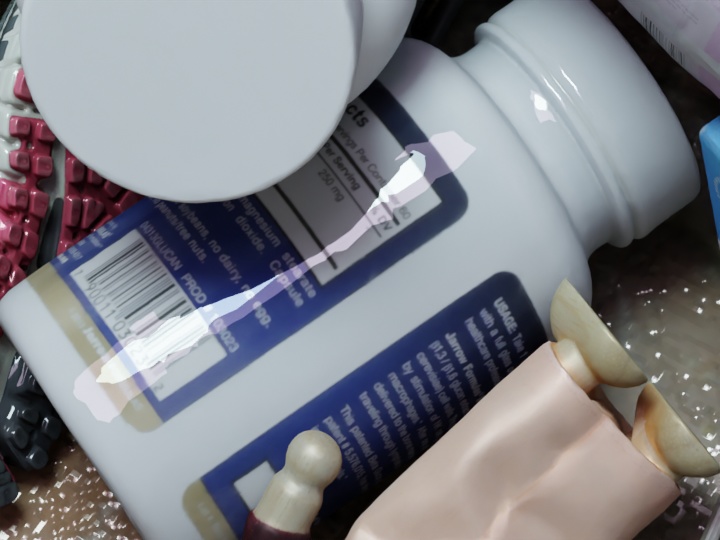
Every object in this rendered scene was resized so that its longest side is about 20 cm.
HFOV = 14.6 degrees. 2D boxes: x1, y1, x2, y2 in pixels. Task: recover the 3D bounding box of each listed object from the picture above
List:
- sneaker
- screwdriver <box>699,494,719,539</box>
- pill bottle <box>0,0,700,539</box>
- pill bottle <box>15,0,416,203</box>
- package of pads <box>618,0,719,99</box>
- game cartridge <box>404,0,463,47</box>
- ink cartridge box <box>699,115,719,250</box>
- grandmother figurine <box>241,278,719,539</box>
[{"bbox_3d":[-0.121,-0.026,0.906,0.074,0.081,0.201,12,73,37],"label":"sneaker"},{"bbox_3d":[0.087,0.117,0.815,0.029,0.028,0.201,10,65,51],"label":"screwdriver"},{"bbox_3d":[0.000,0.000,0.854,0.199,0.111,0.111,-34,60,-6],"label":"pill bottle"},{"bbox_3d":[-0.039,-0.106,0.818,0.119,0.120,0.200,-9,28,8],"label":"pill bottle"},{"bbox_3d":[0.086,-0.145,0.773,0.120,0.076,0.200,-40,77,-12],"label":"package of pads"},{"bbox_3d":[-0.005,-0.154,0.957,0.133,0.042,0.201,25,85,20],"label":"game cartridge"},{"bbox_3d":[0.181,0.039,0.785,0.068,0.116,0.200,-33,59,-6],"label":"ink cartridge box"},{"bbox_3d":[0.011,0.100,0.815,0.200,0.061,0.121,-39,92,3],"label":"grandmother figurine"}]
